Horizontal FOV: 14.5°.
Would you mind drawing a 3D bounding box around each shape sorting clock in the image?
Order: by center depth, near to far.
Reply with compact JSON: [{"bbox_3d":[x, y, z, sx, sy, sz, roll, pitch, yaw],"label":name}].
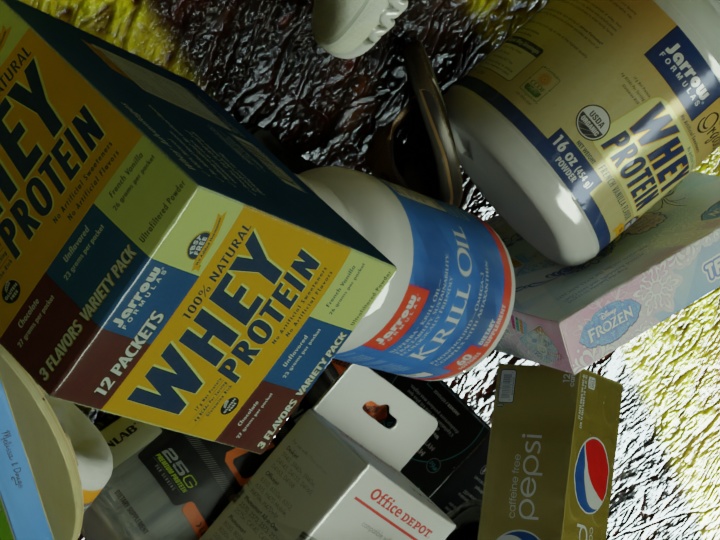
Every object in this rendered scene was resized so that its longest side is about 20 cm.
[{"bbox_3d":[-0.225,0.079,1.543,0.039,0.200,0.201,-37,149,-32],"label":"shape sorting clock"}]

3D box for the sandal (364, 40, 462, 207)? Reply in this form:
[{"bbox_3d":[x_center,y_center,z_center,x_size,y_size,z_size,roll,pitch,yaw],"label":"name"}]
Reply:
[{"bbox_3d":[0.029,-0.062,1.814,0.054,0.082,0.200,-11,146,-11],"label":"sandal"}]

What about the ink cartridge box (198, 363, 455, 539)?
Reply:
[{"bbox_3d":[-0.022,0.167,1.766,0.200,0.067,0.116,-50,140,2],"label":"ink cartridge box"}]

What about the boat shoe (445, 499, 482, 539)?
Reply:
[{"bbox_3d":[0.020,0.230,1.845,0.200,0.071,0.064,-48,147,-11],"label":"boat shoe"}]

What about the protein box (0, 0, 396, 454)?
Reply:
[{"bbox_3d":[-0.127,-0.025,1.535,0.135,0.198,0.200,-54,148,10],"label":"protein box"}]

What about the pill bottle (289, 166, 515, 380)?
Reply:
[{"bbox_3d":[0.000,0.000,1.692,0.112,0.112,0.200,-54,148,13],"label":"pill bottle"}]

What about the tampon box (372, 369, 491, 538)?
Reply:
[{"bbox_3d":[-0.002,0.157,1.935,0.200,0.150,0.126,-46,147,0],"label":"tampon box"}]

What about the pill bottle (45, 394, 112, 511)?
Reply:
[{"bbox_3d":[-0.248,0.158,1.683,0.200,0.116,0.116,-51,148,11],"label":"pill bottle"}]

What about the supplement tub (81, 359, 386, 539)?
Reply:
[{"bbox_3d":[-0.089,0.114,1.812,0.200,0.122,0.123,-36,147,-16],"label":"supplement tub"}]

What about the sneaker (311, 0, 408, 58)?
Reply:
[{"bbox_3d":[-0.003,-0.212,1.605,0.081,0.075,0.201,-4,128,-30],"label":"sneaker"}]

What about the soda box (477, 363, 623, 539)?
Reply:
[{"bbox_3d":[0.119,0.164,1.822,0.068,0.064,0.201,21,74,-57],"label":"soda box"}]

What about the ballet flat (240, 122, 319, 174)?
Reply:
[{"bbox_3d":[-0.056,-0.042,1.756,0.200,0.056,0.067,48,45,-60],"label":"ballet flat"}]

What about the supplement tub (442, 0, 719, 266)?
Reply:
[{"bbox_3d":[0.164,-0.116,1.826,0.200,0.144,0.145,-41,148,-7],"label":"supplement tub"}]

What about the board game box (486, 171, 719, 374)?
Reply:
[{"bbox_3d":[0.155,-0.008,1.894,0.199,0.199,0.044,-29,112,-25],"label":"board game box"}]
